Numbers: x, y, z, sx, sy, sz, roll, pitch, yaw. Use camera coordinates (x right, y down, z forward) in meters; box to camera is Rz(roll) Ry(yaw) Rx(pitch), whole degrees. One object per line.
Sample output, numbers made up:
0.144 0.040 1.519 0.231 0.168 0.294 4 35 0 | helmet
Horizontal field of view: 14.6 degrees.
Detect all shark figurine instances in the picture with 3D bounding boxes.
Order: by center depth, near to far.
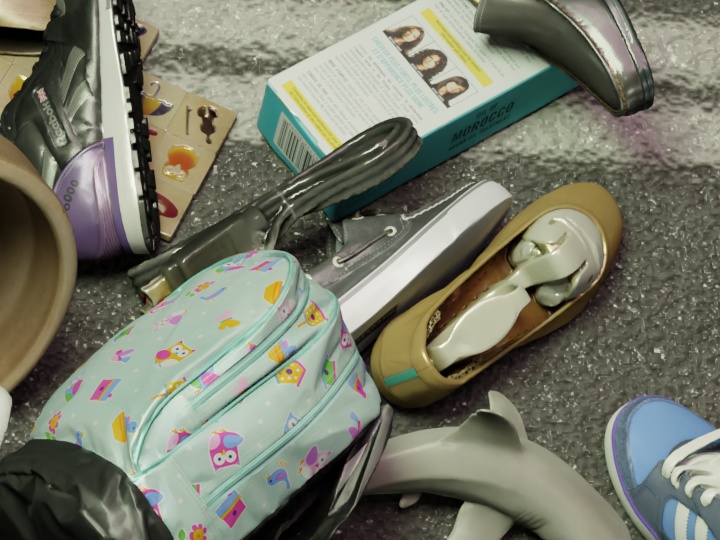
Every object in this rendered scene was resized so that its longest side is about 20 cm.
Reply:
0.042 0.108 1.512 0.213 0.090 0.129 -4 60 -16 | shark figurine

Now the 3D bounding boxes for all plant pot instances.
-0.271 -0.029 1.489 0.199 0.201 0.175 -16 44 -21 | plant pot

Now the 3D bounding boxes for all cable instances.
-0.052 -0.017 1.572 0.199 0.097 0.051 -33 106 -20 | cable

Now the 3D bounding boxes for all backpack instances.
-0.081 0.084 1.433 0.200 0.127 0.166 -39 29 -26 | backpack

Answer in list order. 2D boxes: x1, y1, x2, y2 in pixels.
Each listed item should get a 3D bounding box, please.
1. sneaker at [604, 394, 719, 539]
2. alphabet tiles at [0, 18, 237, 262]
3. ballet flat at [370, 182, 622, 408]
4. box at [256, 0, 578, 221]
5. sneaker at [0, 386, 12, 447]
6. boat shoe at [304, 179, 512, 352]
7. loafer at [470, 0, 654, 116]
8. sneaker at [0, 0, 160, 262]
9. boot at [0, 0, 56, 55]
0.216 0.121 1.503 0.080 0.147 0.201 -23 66 -24 | sneaker
-0.181 -0.095 1.640 0.199 0.008 0.168 24 56 3 | alphabet tiles
0.092 0.013 1.592 0.200 0.063 0.069 -40 99 -27 | ballet flat
0.042 -0.113 1.672 0.199 0.049 0.082 -29 69 -26 | box
-0.249 0.139 1.418 0.088 0.075 0.201 22 68 -13 | sneaker
0.000 0.000 1.587 0.200 0.070 0.066 -40 74 -22 | boat shoe
0.095 -0.156 1.645 0.072 0.073 0.200 -30 59 -17 | loafer
-0.169 -0.102 1.585 0.087 0.076 0.201 -9 70 4 | sneaker
-0.250 -0.177 1.636 0.199 0.074 0.076 10 66 -8 | boot
